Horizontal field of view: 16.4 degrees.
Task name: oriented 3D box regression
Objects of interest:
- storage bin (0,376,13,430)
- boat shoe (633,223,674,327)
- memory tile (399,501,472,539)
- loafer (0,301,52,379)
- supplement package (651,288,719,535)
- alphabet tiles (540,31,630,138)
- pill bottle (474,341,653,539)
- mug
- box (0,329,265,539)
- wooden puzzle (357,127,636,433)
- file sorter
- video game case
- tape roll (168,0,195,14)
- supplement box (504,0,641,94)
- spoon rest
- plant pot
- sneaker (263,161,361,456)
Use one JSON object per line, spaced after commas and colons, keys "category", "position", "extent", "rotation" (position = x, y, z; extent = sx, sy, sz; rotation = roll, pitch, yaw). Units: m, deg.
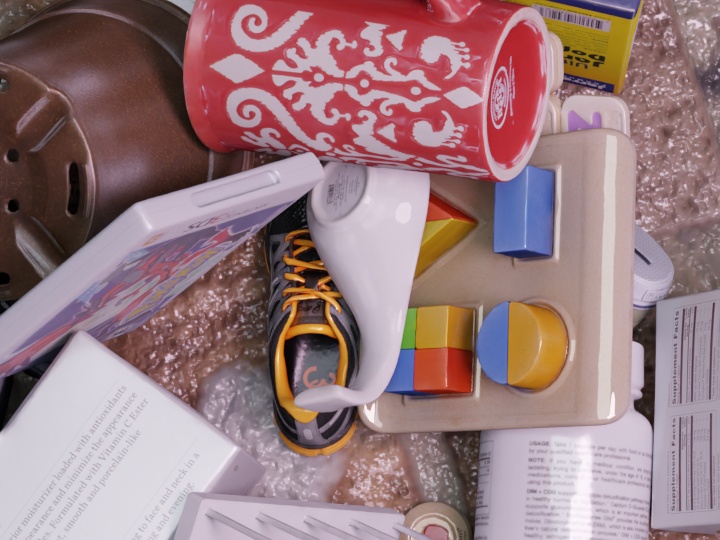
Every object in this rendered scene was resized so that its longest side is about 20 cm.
{"category": "storage bin", "position": [-0.301, 0.093, 1.616], "extent": [0.134, 0.200, 0.146], "rotation": [14, 82, -4]}
{"category": "boat shoe", "position": [0.122, -0.037, 1.670], "extent": [0.200, 0.072, 0.062], "rotation": [47, 129, 20]}
{"category": "memory tile", "position": [0.008, 0.259, 1.653], "extent": [0.153, 0.017, 0.201], "rotation": [-7, 81, 2]}
{"category": "loafer", "position": [-0.259, 0.013, 1.684], "extent": [0.199, 0.072, 0.063], "rotation": [29, 79, 10]}
{"category": "supplement package", "position": [0.296, 0.088, 1.549], "extent": [0.151, 0.200, 0.151], "rotation": [7, 80, -25]}
{"category": "alphabet tiles", "position": [0.091, -0.057, 1.632], "extent": [0.195, 0.015, 0.201], "rotation": [7, 105, 38]}
{"category": "pill bottle", "position": [0.132, 0.145, 1.616], "extent": [0.113, 0.113, 0.201], "rotation": [3, 81, 4]}
{"category": "mug", "position": [0.001, -0.133, 1.538], "extent": [0.199, 0.178, 0.134], "rotation": [12, 66, 24]}
{"category": "box", "position": [-0.174, 0.162, 1.587], "extent": [0.131, 0.200, 0.199], "rotation": [35, 85, 7]}
{"category": "wooden puzzle", "position": [0.078, 0.007, 1.584], "extent": [0.199, 0.046, 0.186], "rotation": [-5, 78, 38]}
{"category": "file sorter", "position": [-0.019, 0.225, 1.521], "extent": [0.124, 0.200, 0.139], "rotation": [21, 96, 39]}
{"category": "video game case", "position": [-0.138, 0.002, 1.522], "extent": [0.200, 0.182, 0.023], "rotation": [-37, 81, 34]}
{"category": "tape roll", "position": [-0.068, -0.204, 1.707], "extent": [0.201, 0.071, 0.203], "rotation": [0, 81, 3]}
{"category": "supplement box", "position": [0.134, -0.201, 1.627], "extent": [0.109, 0.200, 0.109], "rotation": [14, 80, 6]}
{"category": "spoon rest", "position": [0.000, 0.000, 1.603], "extent": [0.099, 0.061, 0.201], "rotation": [-13, 60, 40]}
{"category": "plant pot", "position": [-0.195, -0.071, 1.595], "extent": [0.199, 0.198, 0.201], "rotation": [4, 103, 19]}
{"category": "sneaker", "position": [-0.028, 0.020, 1.664], "extent": [0.078, 0.077, 0.201], "rotation": [-4, 79, 5]}
